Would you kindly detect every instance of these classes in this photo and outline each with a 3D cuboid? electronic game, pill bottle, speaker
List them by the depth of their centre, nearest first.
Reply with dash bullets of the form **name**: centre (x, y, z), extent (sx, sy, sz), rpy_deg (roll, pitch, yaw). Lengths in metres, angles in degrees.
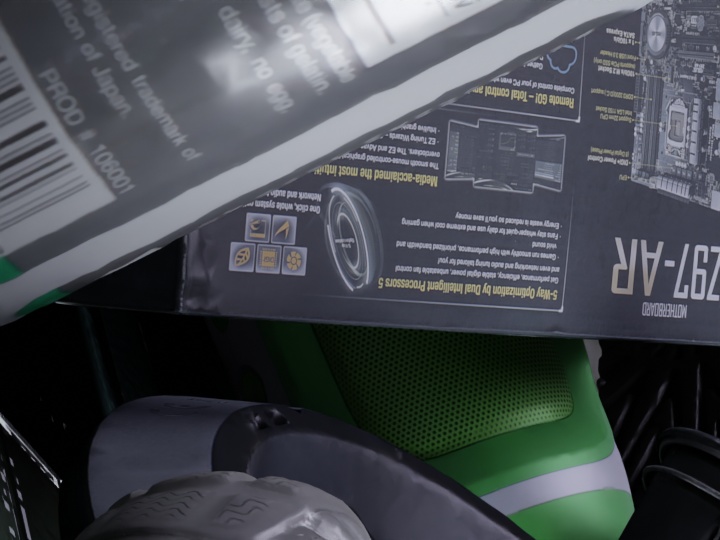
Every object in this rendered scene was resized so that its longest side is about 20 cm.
- **pill bottle**: centre (-0.009, -0.080, 0.524), extent (0.113, 0.200, 0.113), rpy_deg (62, 7, -14)
- **electronic game**: centre (0.023, 0.096, 0.571), extent (0.200, 0.042, 0.200), rpy_deg (37, 15, -12)
- **speaker**: centre (0.000, 0.000, 0.762), extent (0.200, 0.088, 0.088), rpy_deg (66, 8, 18)

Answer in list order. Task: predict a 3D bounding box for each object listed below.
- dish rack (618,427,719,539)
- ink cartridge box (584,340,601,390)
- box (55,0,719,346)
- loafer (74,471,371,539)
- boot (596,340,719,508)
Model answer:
- **dish rack**: centre (0.146, 0.130, 0.680), extent (0.200, 0.055, 0.153), rpy_deg (28, -19, 28)
- **ink cartridge box**: centre (0.056, 0.011, 1.118), extent (0.200, 0.085, 0.146), rpy_deg (3, 62, -83)
- **box**: centre (0.023, -0.065, 0.669), extent (0.200, 0.044, 0.160), rpy_deg (3, 91, -46)
- **loafer**: centre (-0.001, 0.128, 0.439), extent (0.200, 0.070, 0.070), rpy_deg (65, 33, -15)
- **boot**: centre (0.143, 0.064, 0.974), extent (0.158, 0.079, 0.211), rpy_deg (54, 18, -35)
